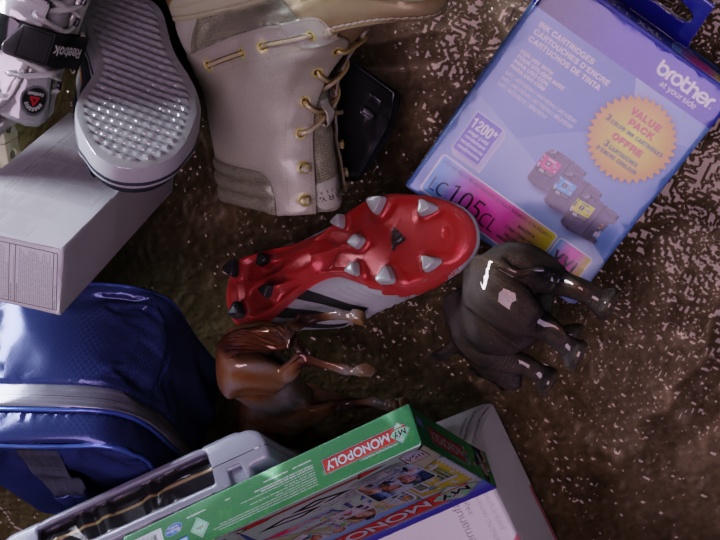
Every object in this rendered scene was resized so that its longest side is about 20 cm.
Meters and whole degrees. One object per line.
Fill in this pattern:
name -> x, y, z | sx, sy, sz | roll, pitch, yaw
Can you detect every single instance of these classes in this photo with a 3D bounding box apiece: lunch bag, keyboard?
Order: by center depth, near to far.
keyboard -> -0.054, -0.155, 1.006 | 0.200, 0.040, 0.104 | 37, 122, 6
lunch bag -> -0.179, 0.104, 1.015 | 0.136, 0.200, 0.132 | 1, 66, 13

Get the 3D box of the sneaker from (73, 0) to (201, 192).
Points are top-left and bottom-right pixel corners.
sneaker -> -0.143, -0.095, 0.957 | 0.078, 0.200, 0.079 | 0, 128, -10

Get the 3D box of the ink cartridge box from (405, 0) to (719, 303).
ink cartridge box -> 0.142, -0.100, 0.954 | 0.136, 0.076, 0.200 | 35, 108, 1

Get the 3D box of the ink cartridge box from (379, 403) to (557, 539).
ink cartridge box -> 0.026, 0.201, 1.061 | 0.200, 0.085, 0.146 | -23, 99, 19

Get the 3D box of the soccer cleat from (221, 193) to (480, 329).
soccer cleat -> 0.000, 0.000, 0.992 | 0.200, 0.085, 0.069 | -19, 68, 32

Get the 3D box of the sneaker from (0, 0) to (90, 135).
sneaker -> -0.199, -0.137, 0.920 | 0.200, 0.074, 0.089 | -43, 64, 32

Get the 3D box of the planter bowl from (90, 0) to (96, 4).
planter bowl -> -0.258, -0.233, 0.971 | 0.200, 0.135, 0.200 | 3, 107, 11

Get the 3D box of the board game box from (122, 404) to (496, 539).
board game box -> -0.028, 0.151, 0.944 | 0.200, 0.135, 0.029 | -27, 62, 15

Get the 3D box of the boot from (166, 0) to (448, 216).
boot -> -0.023, -0.113, 0.942 | 0.200, 0.072, 0.155 | 0, 110, 33

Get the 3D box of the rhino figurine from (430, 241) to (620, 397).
rhino figurine -> 0.093, 0.036, 0.962 | 0.087, 0.200, 0.060 | 30, 70, 2

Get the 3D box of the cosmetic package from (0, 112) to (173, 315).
cosmetic package -> -0.191, -0.041, 0.974 | 0.083, 0.200, 0.051 | 14, 117, 8

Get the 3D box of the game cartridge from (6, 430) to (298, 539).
game cartridge -> -0.122, 0.167, 0.984 | 0.200, 0.133, 0.040 | -25, 60, 11

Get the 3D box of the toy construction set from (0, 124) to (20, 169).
toy construction set -> -0.300, -0.079, 1.046 | 0.131, 0.092, 0.200 | -2, 123, 15

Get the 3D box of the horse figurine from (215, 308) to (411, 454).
horse figurine -> -0.047, 0.076, 1.018 | 0.132, 0.200, 0.050 | -6, 60, 13
